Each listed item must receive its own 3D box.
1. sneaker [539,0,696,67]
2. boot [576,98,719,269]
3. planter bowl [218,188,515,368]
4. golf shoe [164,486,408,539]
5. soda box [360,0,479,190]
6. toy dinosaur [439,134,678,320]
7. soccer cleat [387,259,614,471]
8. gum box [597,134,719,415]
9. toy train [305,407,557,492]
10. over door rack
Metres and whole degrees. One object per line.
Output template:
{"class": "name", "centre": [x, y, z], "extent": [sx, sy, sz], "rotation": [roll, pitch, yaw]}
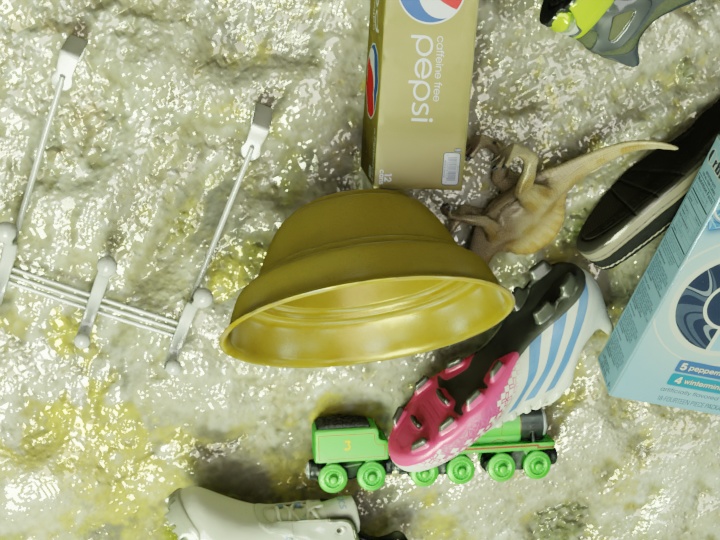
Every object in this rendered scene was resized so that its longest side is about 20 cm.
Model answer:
{"class": "sneaker", "centre": [0.209, -0.228, 0.711], "extent": [0.081, 0.074, 0.200], "rotation": [33, 107, -23]}
{"class": "boot", "centre": [0.272, -0.033, 0.776], "extent": [0.200, 0.073, 0.151], "rotation": [-41, 109, -1]}
{"class": "planter bowl", "centre": [0.000, 0.000, 0.714], "extent": [0.198, 0.201, 0.085], "rotation": [-5, 72, -7]}
{"class": "golf shoe", "centre": [-0.050, 0.195, 0.796], "extent": [0.199, 0.078, 0.098], "rotation": [32, 102, -26]}
{"class": "soda box", "centre": [0.040, -0.159, 0.701], "extent": [0.063, 0.068, 0.203], "rotation": [1, 107, -9]}
{"class": "toy dinosaur", "centre": [0.119, -0.056, 0.762], "extent": [0.200, 0.058, 0.101], "rotation": [-43, 123, 14]}
{"class": "soccer cleat", "centre": [0.110, 0.085, 0.776], "extent": [0.200, 0.070, 0.086], "rotation": [-45, 121, -4]}
{"class": "gum box", "centre": [0.284, 0.017, 0.740], "extent": [0.168, 0.045, 0.202], "rotation": [10, 127, -11]}
{"class": "toy train", "centre": [0.055, 0.134, 0.811], "extent": [0.197, 0.042, 0.057], "rotation": [-3, 97, -8]}
{"class": "over door rack", "centre": [-0.160, -0.036, 0.710], "extent": [0.146, 0.067, 0.202], "rotation": [19, 104, -15]}
